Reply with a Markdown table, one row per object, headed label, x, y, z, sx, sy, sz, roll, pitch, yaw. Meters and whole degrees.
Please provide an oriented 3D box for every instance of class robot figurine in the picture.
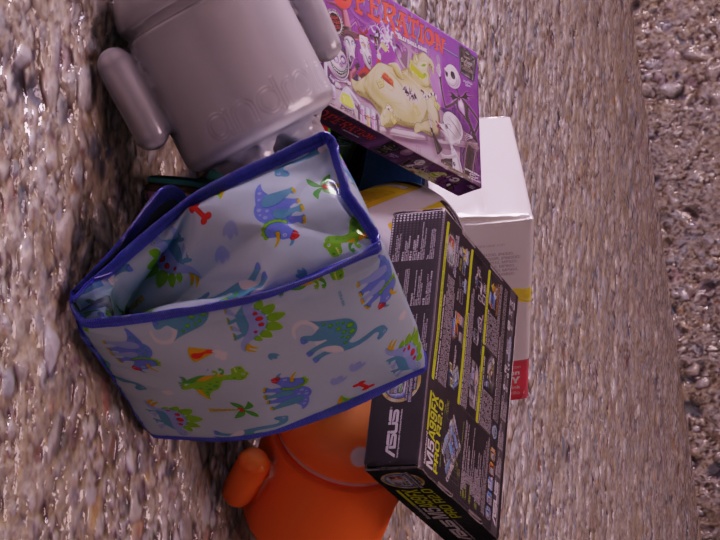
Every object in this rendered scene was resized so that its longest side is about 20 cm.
| label | x | y | z | sx | sy | sz | roll | pitch | yaw |
| --- | --- | --- | --- | --- | --- | --- | --- | --- | --- |
| robot figurine | -0.092 | -0.146 | 1.527 | 0.201 | 0.169 | 0.113 | 62 | -26 | -3 |
| robot figurine | -0.023 | 0.146 | 1.706 | 0.117 | 0.143 | 0.201 | -74 | -177 | -50 |

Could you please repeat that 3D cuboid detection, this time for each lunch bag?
| label | x | y | z | sx | sy | sz | roll | pitch | yaw |
| --- | --- | --- | --- | --- | --- | --- | --- | --- | --- |
| lunch bag | -0.075 | 0.025 | 1.488 | 0.170 | 0.199 | 0.128 | 66 | -2 | -54 |

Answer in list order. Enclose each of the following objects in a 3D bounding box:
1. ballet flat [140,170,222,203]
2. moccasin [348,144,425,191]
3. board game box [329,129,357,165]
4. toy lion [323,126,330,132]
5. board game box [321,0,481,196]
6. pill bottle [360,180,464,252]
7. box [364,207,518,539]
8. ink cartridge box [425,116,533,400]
| label | x | y | z | sx | sy | sz | roll | pitch | yaw |
| --- | --- | --- | --- | --- | --- | --- | --- | --- | --- |
| ballet flat | -0.105 | -0.039 | 1.624 | 0.200 | 0.069 | 0.072 | -29 | 129 | -74 |
| moccasin | 0.023 | -0.076 | 1.852 | 0.068 | 0.080 | 0.201 | -96 | -158 | -55 |
| board game box | -0.016 | -0.133 | 1.836 | 0.200 | 0.028 | 0.136 | 117 | -15 | -59 |
| toy lion | -0.067 | -0.174 | 1.689 | 0.192 | 0.068 | 0.201 | 59 | 23 | -47 |
| board game box | 0.025 | -0.143 | 1.723 | 0.199 | 0.032 | 0.121 | 24 | 54 | -48 |
| pill bottle | 0.000 | 0.000 | 1.727 | 0.200 | 0.111 | 0.113 | -24 | 111 | -64 |
| box | 0.063 | 0.079 | 1.664 | 0.160 | 0.044 | 0.201 | 45 | 46 | -55 |
| ink cartridge box | 0.095 | -0.008 | 1.919 | 0.146 | 0.083 | 0.201 | -99 | -175 | -50 |
